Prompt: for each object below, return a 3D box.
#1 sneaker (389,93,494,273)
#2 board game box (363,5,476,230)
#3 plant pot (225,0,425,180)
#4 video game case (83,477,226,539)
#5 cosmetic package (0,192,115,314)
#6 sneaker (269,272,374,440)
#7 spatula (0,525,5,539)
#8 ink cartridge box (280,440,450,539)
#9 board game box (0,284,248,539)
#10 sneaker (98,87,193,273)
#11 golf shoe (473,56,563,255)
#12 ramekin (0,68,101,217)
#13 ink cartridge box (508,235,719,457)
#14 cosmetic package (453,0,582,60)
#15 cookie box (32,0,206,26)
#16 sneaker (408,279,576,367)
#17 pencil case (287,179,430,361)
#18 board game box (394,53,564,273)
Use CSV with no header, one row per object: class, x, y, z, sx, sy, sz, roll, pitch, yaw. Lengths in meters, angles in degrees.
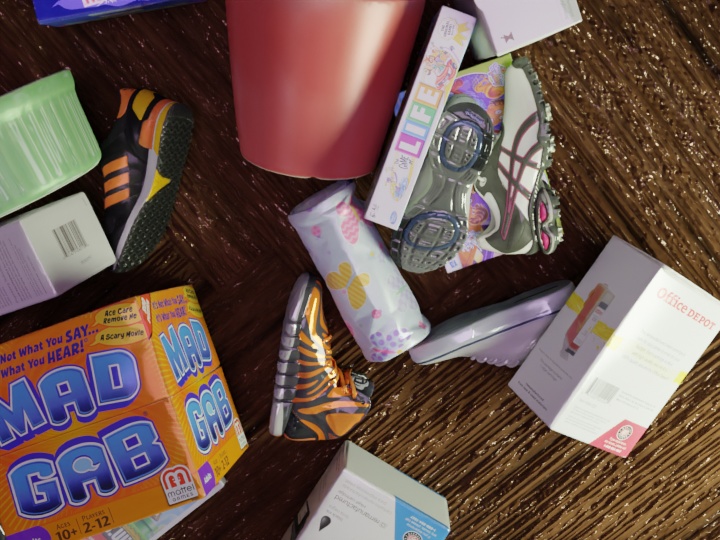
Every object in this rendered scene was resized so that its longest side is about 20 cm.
sneaker,0.085,-0.086,0.892,0.074,0.087,0.201,19,120,-5
board game box,0.054,-0.147,0.846,0.034,0.134,0.201,20,101,-3
plant pot,-0.042,-0.195,0.865,0.199,0.201,0.178,7,113,-1
video game case,-0.281,0.260,1.043,0.200,0.017,0.143,-39,98,8
cosmetic package,-0.373,-0.004,0.907,0.199,0.108,0.085,-17,104,26
sneaker,-0.037,0.101,0.984,0.111,0.078,0.201,8,113,-5
spatula,-0.473,0.238,1.039,0.056,0.021,0.201,-22,103,18
ink cartridge box,-0.009,0.326,1.019,0.144,0.084,0.201,31,101,-5
board game box,-0.259,0.145,0.911,0.199,0.200,0.201,-19,91,5
sneaker,-0.251,-0.099,0.950,0.090,0.070,0.201,26,105,16
golf shoe,0.154,-0.112,0.884,0.088,0.077,0.201,-5,101,9
ramekin,-0.361,-0.116,0.878,0.199,0.200,0.098,-23,108,6
ink cartridge box,0.278,0.084,0.937,0.145,0.083,0.200,26,103,-36
cosmetic package,0.137,-0.264,0.833,0.084,0.200,0.108,-20,102,5
cookie box,-0.259,-0.362,0.881,0.170,0.075,0.201,-9,101,2
sneaker,0.154,0.076,0.970,0.199,0.073,0.071,-19,98,5
pencil case,0.000,0.000,0.950,0.083,0.091,0.201,-23,101,24
board game box,0.124,-0.115,0.944,0.134,0.045,0.201,-19,101,5
